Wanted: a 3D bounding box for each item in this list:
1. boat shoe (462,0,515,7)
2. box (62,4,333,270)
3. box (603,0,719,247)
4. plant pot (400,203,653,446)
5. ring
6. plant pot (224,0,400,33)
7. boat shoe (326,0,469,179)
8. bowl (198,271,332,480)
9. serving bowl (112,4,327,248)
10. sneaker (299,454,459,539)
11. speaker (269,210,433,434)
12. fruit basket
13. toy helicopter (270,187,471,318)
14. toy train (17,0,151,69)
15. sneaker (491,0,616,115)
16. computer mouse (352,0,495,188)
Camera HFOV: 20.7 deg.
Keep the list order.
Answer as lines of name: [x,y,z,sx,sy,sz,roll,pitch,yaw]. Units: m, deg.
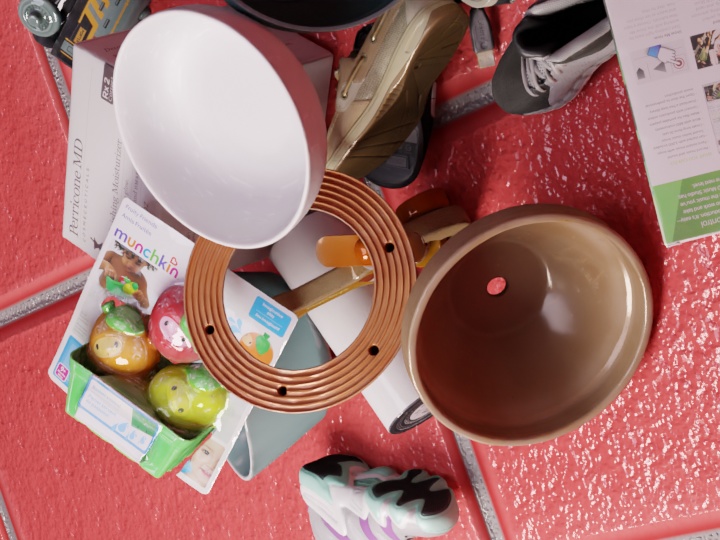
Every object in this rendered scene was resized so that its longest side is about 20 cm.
boat shoe: [0.080,-0.269,1.566,0.200,0.068,0.072,50,145,44]
box: [-0.145,-0.110,1.753,0.131,0.200,0.199,32,128,36]
box: [0.260,-0.130,1.385,0.144,0.036,0.200,-13,93,13]
plant pot: [0.122,0.030,1.555,0.093,0.200,0.201,-122,33,-62]
ring: [-0.048,0.016,1.582,0.200,0.019,0.201,-3,80,18]
plant pot: [-0.050,-0.278,1.553,0.134,0.200,0.201,173,81,-77]
boat shoe: [0.015,-0.154,1.608,0.065,0.072,0.200,49,128,23]
bowl: [-0.092,0.081,1.810,0.201,0.105,0.201,161,90,-73]
serving bowl: [-0.100,-0.120,1.546,0.200,0.066,0.200,21,127,30]
sneaker: [0.025,0.252,1.801,0.200,0.078,0.140,12,114,54]
speaker: [0.004,0.041,1.739,0.200,0.081,0.081,54,135,18]
fruit basket: [-0.167,0.068,1.664,0.185,0.094,0.200,35,124,12]
toy helicopter: [0.000,0.000,1.639,0.200,0.132,0.079,-27,81,7]
toy train: [-0.249,-0.274,1.893,0.114,0.085,0.200,36,131,-1]
sneaker: [0.139,-0.172,1.493,0.200,0.115,0.075,-36,77,47]
computer mouse: [0.055,-0.166,1.647,0.140,0.046,0.200,6,110,29]
